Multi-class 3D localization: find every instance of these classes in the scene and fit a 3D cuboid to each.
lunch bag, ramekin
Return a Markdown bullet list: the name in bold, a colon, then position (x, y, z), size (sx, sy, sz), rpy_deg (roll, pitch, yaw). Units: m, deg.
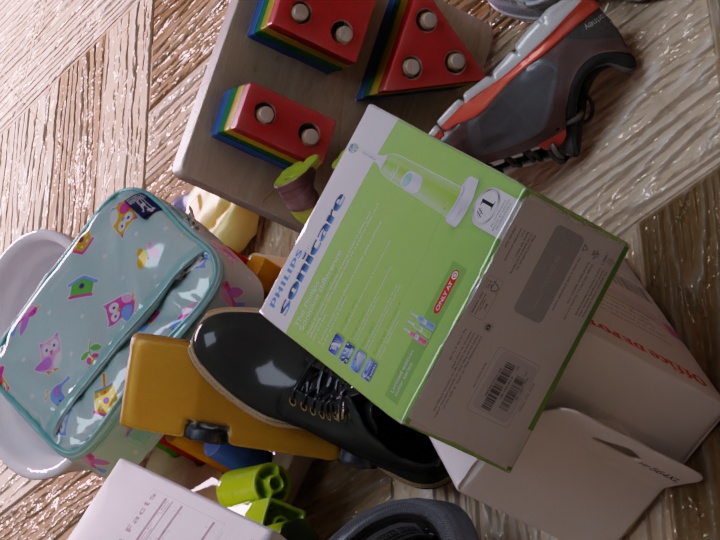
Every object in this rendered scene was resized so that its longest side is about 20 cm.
- **lunch bag**: position (-0.171, 0.044, 1.672), size (0.200, 0.077, 0.160), rpy_deg (-52, 45, 3)
- **ramekin**: position (-0.226, 0.070, 1.857), size (0.200, 0.097, 0.202), rpy_deg (-4, 85, 50)

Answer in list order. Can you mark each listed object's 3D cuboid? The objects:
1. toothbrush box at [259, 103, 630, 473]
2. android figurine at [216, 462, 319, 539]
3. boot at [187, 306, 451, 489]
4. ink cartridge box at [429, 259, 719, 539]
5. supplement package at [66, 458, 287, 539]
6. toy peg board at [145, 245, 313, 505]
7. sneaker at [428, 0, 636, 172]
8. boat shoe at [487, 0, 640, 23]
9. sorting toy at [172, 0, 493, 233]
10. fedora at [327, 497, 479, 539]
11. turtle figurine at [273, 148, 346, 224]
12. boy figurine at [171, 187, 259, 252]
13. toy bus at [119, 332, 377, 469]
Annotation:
- **toothbrush box**: position (0.043, 0.005, 1.308), size (0.146, 0.086, 0.200), rpy_deg (-62, 32, 3)
- **android figurine**: position (-0.094, 0.223, 1.564), size (0.200, 0.041, 0.183), rpy_deg (-19, 52, 61)
- **boot**: position (-0.022, 0.072, 1.457), size (0.138, 0.199, 0.078), rpy_deg (66, -133, -82)
- **ink cartridge box**: position (0.114, 0.065, 1.365), size (0.126, 0.128, 0.200), rpy_deg (-53, 32, 18)
- **supplement package**: position (-0.096, 0.214, 1.384), size (0.120, 0.121, 0.200), rpy_deg (-56, 30, -12)
- **toy peg board**: position (-0.102, 0.068, 1.704), size (0.199, 0.097, 0.201), rpy_deg (9, 71, 58)
- **sneaker**: position (0.106, -0.094, 1.533), size (0.200, 0.082, 0.077), rpy_deg (-46, -6, 15)
- **boat shoe**: position (0.145, -0.220, 1.588), size (0.201, 0.064, 0.075), rpy_deg (5, 72, 57)
- **sorting toy**: position (-0.005, -0.125, 1.607), size (0.069, 0.198, 0.201), rpy_deg (-10, 59, 63)
- **fedora**: position (0.020, 0.243, 1.412), size (0.176, 0.090, 0.201), rpy_deg (12, 67, 56)
- **turtle figurine**: position (0.000, 0.000, 1.541), size (0.199, 0.162, 0.064), rpy_deg (-6, 26, 50)
- **boy figurine**: position (-0.122, -0.049, 1.871), size (0.200, 0.064, 0.125), rpy_deg (-34, 39, 45)
- **toy bus**: position (-0.064, 0.091, 1.568), size (0.078, 0.198, 0.066), rpy_deg (-161, 80, -87)
